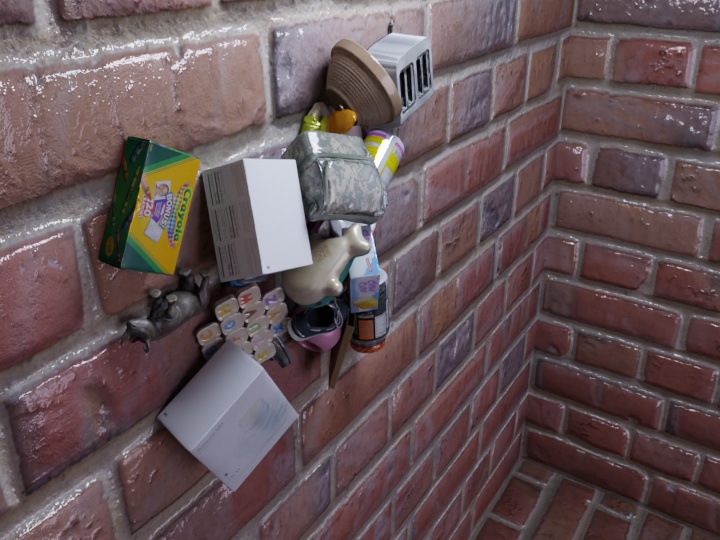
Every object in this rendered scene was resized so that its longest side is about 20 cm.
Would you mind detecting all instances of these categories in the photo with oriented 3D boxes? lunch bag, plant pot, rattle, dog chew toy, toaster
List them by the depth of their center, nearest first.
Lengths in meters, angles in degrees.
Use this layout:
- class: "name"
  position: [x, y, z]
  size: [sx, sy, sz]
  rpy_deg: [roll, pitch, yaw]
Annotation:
- class: "lunch bag"
  position: [-0.051, -0.173, 1.415]
  size: [0.197, 0.171, 0.139]
  rpy_deg: [-2, 150, -46]
- class: "plant pot"
  position: [-0.011, -0.377, 1.484]
  size: [0.093, 0.200, 0.202]
  rpy_deg: [-43, 143, -10]
- class: "rattle"
  position: [-0.036, -0.268, 1.530]
  size: [0.132, 0.139, 0.202]
  rpy_deg: [-80, 152, -44]
- class: "dog chew toy"
  position: [-0.086, 0.082, 1.626]
  size: [0.125, 0.121, 0.204]
  rpy_deg: [55, 48, -54]
- class: "toaster"
  position: [0.084, -0.460, 1.665]
  size: [0.181, 0.116, 0.204]
  rpy_deg: [-47, 140, -41]

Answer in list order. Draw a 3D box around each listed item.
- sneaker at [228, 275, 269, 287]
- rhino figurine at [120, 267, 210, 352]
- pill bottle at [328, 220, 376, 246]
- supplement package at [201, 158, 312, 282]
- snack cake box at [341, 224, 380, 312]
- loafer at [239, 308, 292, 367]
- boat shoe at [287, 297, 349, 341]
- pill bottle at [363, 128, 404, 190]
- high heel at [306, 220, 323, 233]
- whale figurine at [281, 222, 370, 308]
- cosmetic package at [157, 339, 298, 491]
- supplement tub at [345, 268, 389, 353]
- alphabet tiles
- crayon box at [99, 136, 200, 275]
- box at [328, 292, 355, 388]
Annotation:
- class: "sneaker"
  position: [-0.205, -0.027, 1.426]
  size: [0.199, 0.072, 0.084]
  rpy_deg: [-39, 117, -53]
- class: "rhino figurine"
  position: [-0.340, 0.075, 1.229]
  size: [0.199, 0.059, 0.089]
  rpy_deg: [-41, 147, -41]
- class: "pill bottle"
  position: [-0.016, -0.076, 1.641]
  size: [0.201, 0.108, 0.113]
  rpy_deg: [87, 29, -67]
- class: "supplement package"
  position: [-0.188, -0.095, 1.302]
  size: [0.154, 0.109, 0.206]
  rpy_deg: [-13, 94, -57]
- class: "snack cake box"
  position: [0.000, 0.000, 1.532]
  size: [0.201, 0.065, 0.118]
  rpy_deg: [90, -8, -67]
- class: "loafer"
  position: [-0.210, 0.144, 1.497]
  size: [0.063, 0.071, 0.203]
  rpy_deg: [-38, 132, -17]
- class: "boat shoe"
  position: [-0.076, 0.095, 1.498]
  size: [0.198, 0.061, 0.077]
  rpy_deg: [-12, 78, -54]
- class: "pill bottle"
  position: [0.024, -0.230, 1.678]
  size: [0.203, 0.102, 0.105]
  rpy_deg: [-64, 149, -20]
- class: "high heel"
  position: [-0.114, -0.141, 1.508]
  size: [0.098, 0.066, 0.199]
  rpy_deg: [-64, 155, 0]
- class: "whale figurine"
  position: [-0.063, -0.007, 1.416]
  size: [0.198, 0.161, 0.104]
  rpy_deg: [-35, 144, 8]
- class: "cosmetic package"
  position: [-0.254, 0.286, 1.377]
  size: [0.200, 0.122, 0.202]
  rpy_deg: [-48, 141, -18]
- class: "supplement tub"
  position: [0.015, 0.101, 1.800]
  size: [0.122, 0.120, 0.205]
  rpy_deg: [-37, 134, -47]
- class: "alphabet tiles"
  position: [-0.228, 0.121, 1.402]
  size: [0.192, 0.015, 0.203]
  rpy_deg: [-28, 135, -20]
- class: "crayon box"
  position: [-0.342, -0.102, 1.145]
  size: [0.118, 0.057, 0.206]
  rpy_deg: [11, 94, -61]
- class: "box"
  position: [-0.043, 0.154, 1.684]
  size: [0.165, 0.021, 0.203]
  rpy_deg: [-86, -168, -54]
